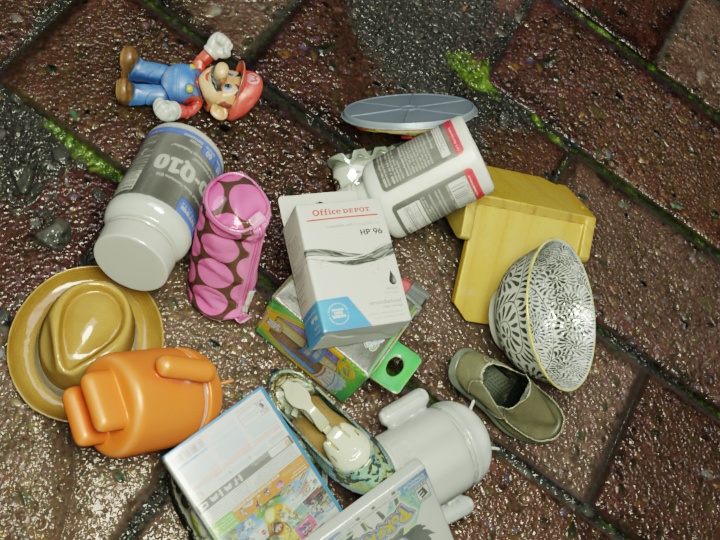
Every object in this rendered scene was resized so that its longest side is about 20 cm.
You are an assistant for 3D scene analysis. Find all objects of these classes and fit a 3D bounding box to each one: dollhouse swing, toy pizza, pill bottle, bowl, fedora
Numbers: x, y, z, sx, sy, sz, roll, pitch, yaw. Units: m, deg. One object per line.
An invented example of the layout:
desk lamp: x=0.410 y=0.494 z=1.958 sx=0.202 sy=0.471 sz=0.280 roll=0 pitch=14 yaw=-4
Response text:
dollhouse swing: x=0.214 y=-0.035 z=1.354 sx=0.196 sy=0.179 sz=0.182 roll=9 pitch=24 yaw=-14
toy pizza: x=0.070 y=-0.219 z=1.323 sx=0.197 sy=0.200 sz=0.032 roll=-12 pitch=114 yaw=-22
pill bottle: x=0.069 y=-0.113 z=1.228 sx=0.197 sy=0.111 sz=0.112 roll=-26 pitch=75 yaw=9
bowl: x=0.234 y=0.062 z=1.241 sx=0.199 sy=0.093 sz=0.205 roll=12 pitch=75 yaw=-50
fedora: x=-0.327 y=0.079 z=1.103 sx=0.197 sy=0.082 sz=0.204 roll=6 pitch=67 yaw=-15
pill bottle: x=-0.252 y=-0.080 z=1.152 sx=0.112 sy=0.114 sz=0.202 roll=22 pitch=49 yaw=-8

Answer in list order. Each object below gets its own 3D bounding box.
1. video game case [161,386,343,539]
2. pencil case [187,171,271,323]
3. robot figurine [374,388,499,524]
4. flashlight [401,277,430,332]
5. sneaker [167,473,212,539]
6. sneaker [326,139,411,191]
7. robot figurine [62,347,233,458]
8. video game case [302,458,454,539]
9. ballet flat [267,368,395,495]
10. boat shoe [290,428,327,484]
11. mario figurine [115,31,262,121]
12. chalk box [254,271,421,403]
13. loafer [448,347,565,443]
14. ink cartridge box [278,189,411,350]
video game case: x=-0.115 y=0.256 z=1.049 sx=0.142 sy=0.018 sz=0.202 roll=-33 pitch=88 yaw=-28
pencil case: x=-0.159 y=-0.022 z=1.135 sx=0.090 sy=0.201 sz=0.094 roll=-27 pitch=63 yaw=-30
robot figurine: x=0.084 y=0.238 z=1.154 sx=0.198 sy=0.113 sz=0.172 roll=-25 pitch=93 yaw=-25
flashlight: x=0.000 y=0.000 z=1.257 sx=0.199 sy=0.068 sz=0.068 roll=37 pitch=57 yaw=5
sneaker: x=-0.151 y=0.305 z=1.074 sx=0.084 sy=0.077 sz=0.202 roll=-20 pitch=76 yaw=-30
sneaker: x=0.053 y=-0.137 z=1.329 sx=0.197 sy=0.074 sz=0.090 roll=-15 pitch=83 yaw=-16
robot figurine: x=-0.237 y=0.148 z=1.051 sx=0.116 sy=0.146 sz=0.199 roll=27 pitch=16 yaw=33
video game case: x=0.019 y=0.343 z=1.066 sx=0.198 sy=0.022 sz=0.184 roll=-32 pitch=119 yaw=-18
ballet flat: x=-0.041 y=0.188 z=1.086 sx=0.199 sy=0.075 sz=0.074 roll=37 pitch=60 yaw=25
boat shoe: x=-0.072 y=0.257 z=1.123 sx=0.073 sy=0.065 sz=0.206 roll=4 pitch=67 yaw=-16
mario figurine: x=-0.232 y=-0.267 z=1.261 sx=0.196 sy=0.106 sz=0.126 roll=4 pitch=101 yaw=-8
chalk box: x=-0.016 y=0.077 z=1.185 sx=0.199 sy=0.124 sz=0.125 roll=40 pitch=61 yaw=0
loafer: x=0.203 y=0.174 z=1.219 sx=0.198 sy=0.069 sz=0.076 roll=32 pitch=78 yaw=-24
ink cartridge box: x=-0.023 y=-0.017 z=1.112 sx=0.114 sy=0.068 sz=0.203 roll=-7 pitch=70 yaw=-22
